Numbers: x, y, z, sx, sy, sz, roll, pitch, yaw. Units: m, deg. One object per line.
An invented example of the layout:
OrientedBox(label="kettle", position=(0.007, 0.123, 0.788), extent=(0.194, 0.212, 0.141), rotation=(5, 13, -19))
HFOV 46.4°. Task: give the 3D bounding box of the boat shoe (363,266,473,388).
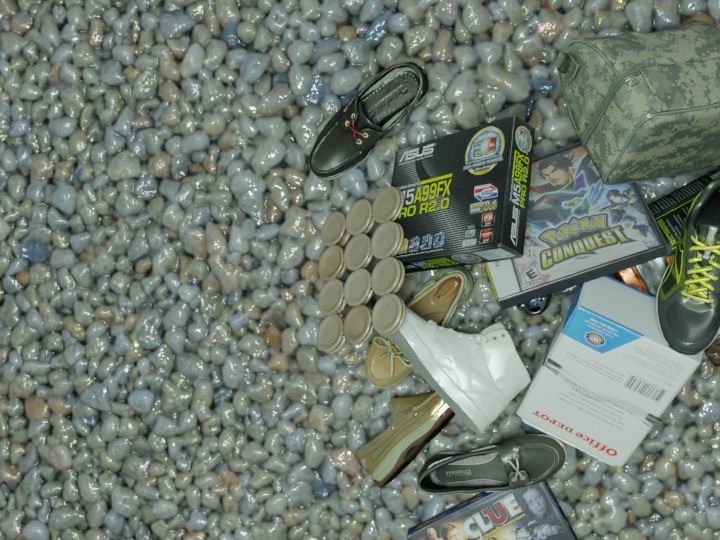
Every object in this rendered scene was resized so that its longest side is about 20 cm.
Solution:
OrientedBox(label="boat shoe", position=(0.070, 0.074, 1.108), extent=(0.073, 0.063, 0.201), rotation=(37, 99, 7))

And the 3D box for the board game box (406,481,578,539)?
OrientedBox(label="board game box", position=(0.179, 0.364, 1.112), extent=(0.199, 0.035, 0.136), rotation=(-30, 86, 11))

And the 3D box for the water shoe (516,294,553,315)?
OrientedBox(label="water shoe", position=(0.202, -0.042, 1.068), extent=(0.071, 0.079, 0.201), rotation=(-20, 88, 11))

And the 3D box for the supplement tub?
OrientedBox(label="supplement tub", position=(0.399, -0.039, 1.007), extent=(0.199, 0.123, 0.123), rotation=(-28, 87, 11))

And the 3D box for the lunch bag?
OrientedBox(label="lunch bag", position=(0.344, -0.208, 0.974), extent=(0.199, 0.140, 0.169), rotation=(-12, 62, -17))

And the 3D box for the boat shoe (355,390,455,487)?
OrientedBox(label="boat shoe", position=(0.068, 0.195, 1.114), extent=(0.200, 0.072, 0.076), rotation=(-47, 72, 10))

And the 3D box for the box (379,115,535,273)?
OrientedBox(label="box", position=(0.115, -0.086, 1.024), extent=(0.199, 0.044, 0.161), rotation=(-8, 69, 48))

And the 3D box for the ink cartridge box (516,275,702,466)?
OrientedBox(label="ink cartridge box", position=(0.295, 0.120, 1.007), extent=(0.146, 0.086, 0.201), rotation=(26, 133, 9))

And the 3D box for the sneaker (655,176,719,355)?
OrientedBox(label="sneaker", position=(0.362, -0.011, 0.899), extent=(0.074, 0.085, 0.201), rotation=(11, 78, 23))

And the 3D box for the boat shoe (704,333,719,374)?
OrientedBox(label="boat shoe", position=(0.510, 0.054, 1.014), extent=(0.199, 0.070, 0.071), rotation=(-28, 91, 11))

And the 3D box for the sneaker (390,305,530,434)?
OrientedBox(label="sneaker", position=(0.121, 0.090, 1.049), extent=(0.115, 0.074, 0.200), rotation=(-40, 84, -10))

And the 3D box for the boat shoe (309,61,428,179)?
OrientedBox(label="boat shoe", position=(0.005, -0.199, 1.112), extent=(0.201, 0.063, 0.074), rotation=(-40, 87, 12))

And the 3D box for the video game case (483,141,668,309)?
OrientedBox(label="video game case", position=(0.235, -0.063, 1.002), extent=(0.199, 0.026, 0.182), rotation=(-19, 54, 9))

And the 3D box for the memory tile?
OrientedBox(label="memory tile", position=(0.000, 0.000, 1.070), extent=(0.153, 0.017, 0.201), rotation=(-23, 56, 41))

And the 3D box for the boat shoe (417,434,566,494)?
OrientedBox(label="boat shoe", position=(0.164, 0.256, 1.070), extent=(0.199, 0.057, 0.067), rotation=(-17, 94, 32))
